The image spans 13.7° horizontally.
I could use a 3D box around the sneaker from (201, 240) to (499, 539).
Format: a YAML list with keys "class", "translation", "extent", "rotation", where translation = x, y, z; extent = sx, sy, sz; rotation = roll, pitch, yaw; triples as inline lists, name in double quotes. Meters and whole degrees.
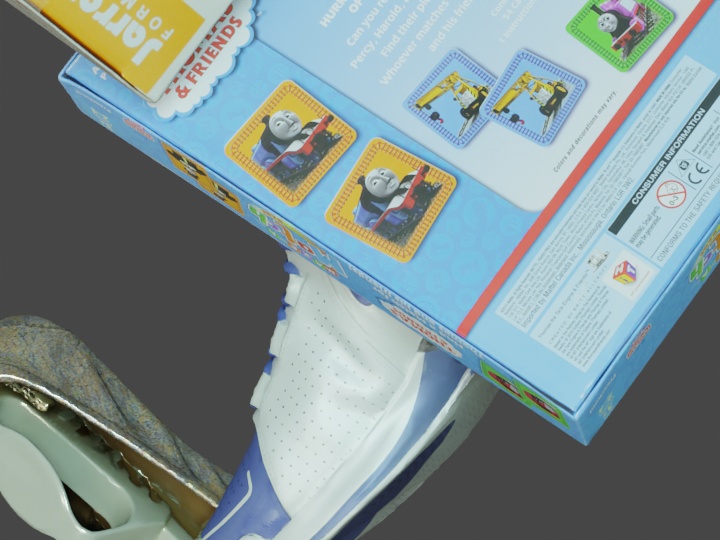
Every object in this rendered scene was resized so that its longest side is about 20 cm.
- class: "sneaker"
  translation: [0.000, -0.001, 0.990]
  extent: [0.115, 0.081, 0.199]
  rotation: [41, 109, 13]

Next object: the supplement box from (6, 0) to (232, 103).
- class: "supplement box"
  translation: [-0.130, -0.144, 0.923]
  extent: [0.074, 0.126, 0.200]
  rotation: [-53, 44, -1]

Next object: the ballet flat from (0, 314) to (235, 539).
- class: "ballet flat"
  translation: [-0.071, 0.095, 1.046]
  extent: [0.200, 0.067, 0.068]
  rotation: [37, 115, 10]

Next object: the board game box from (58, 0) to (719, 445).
- class: "board game box"
  translation: [0.030, -0.063, 0.923]
  extent: [0.200, 0.037, 0.151]
  rotation: [34, 80, 18]
